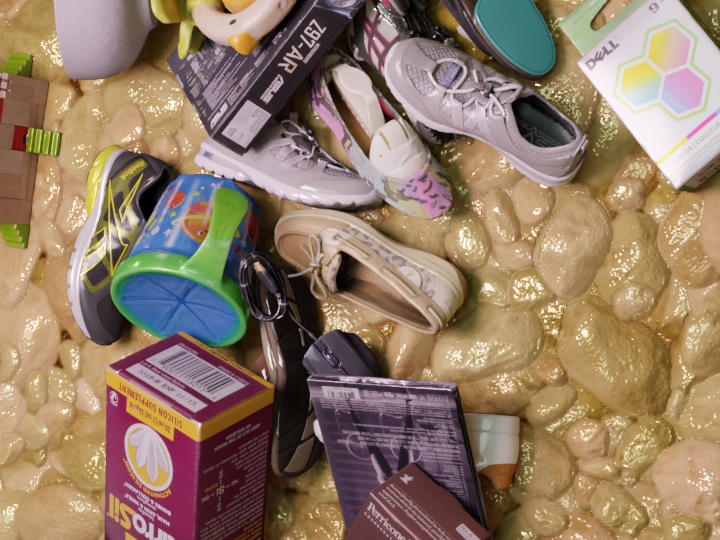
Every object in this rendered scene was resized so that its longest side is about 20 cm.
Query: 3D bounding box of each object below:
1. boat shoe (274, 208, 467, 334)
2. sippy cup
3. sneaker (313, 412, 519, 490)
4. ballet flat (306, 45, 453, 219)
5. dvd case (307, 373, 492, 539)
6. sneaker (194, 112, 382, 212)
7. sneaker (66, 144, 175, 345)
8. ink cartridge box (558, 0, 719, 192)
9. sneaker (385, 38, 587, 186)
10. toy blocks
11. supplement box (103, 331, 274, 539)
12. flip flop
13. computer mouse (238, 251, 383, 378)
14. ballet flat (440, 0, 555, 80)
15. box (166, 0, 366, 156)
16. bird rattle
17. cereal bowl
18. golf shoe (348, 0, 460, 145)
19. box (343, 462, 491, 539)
[{"bbox_3d":[0.000,0.000,1.581,0.198,0.063,0.074,19,138,22],"label":"boat shoe"},{"bbox_3d":[-0.156,-0.016,1.617,0.177,0.140,0.131,-8,50,32],"label":"sippy cup"},{"bbox_3d":[0.047,0.171,1.565,0.198,0.073,0.086,1,87,22],"label":"sneaker"},{"bbox_3d":[0.014,-0.132,1.574,0.069,0.071,0.200,-29,64,-18],"label":"ballet flat"},{"bbox_3d":[0.039,0.185,1.538,0.147,0.016,0.202,2,119,29],"label":"dvd case"},{"bbox_3d":[-0.066,-0.110,1.620,0.198,0.075,0.083,19,93,21],"label":"sneaker"},{"bbox_3d":[-0.236,-0.024,1.691,0.084,0.074,0.202,7,91,26],"label":"sneaker"},{"bbox_3d":[0.262,-0.178,1.486,0.104,0.059,0.201,-40,74,18],"label":"ink cartridge box"},{"bbox_3d":[0.117,-0.152,1.496,0.199,0.082,0.075,27,71,-4],"label":"sneaker"},{"bbox_3d":[-0.386,-0.127,1.727,0.099,0.136,0.202,9,93,23],"label":"toy blocks"},{"bbox_3d":[-0.163,0.181,1.592,0.130,0.103,0.202,26,125,33],"label":"supplement box"},{"bbox_3d":[-0.076,0.097,1.625,0.057,0.081,0.202,-14,82,41],"label":"flip flop"},{"bbox_3d":[-0.044,0.060,1.568,0.059,0.034,0.200,-43,115,1],"label":"computer mouse"},{"bbox_3d":[0.101,-0.254,1.547,0.068,0.068,0.200,-45,104,-18],"label":"ballet flat"},{"bbox_3d":[-0.091,-0.230,1.607,0.200,0.043,0.161,-51,38,14],"label":"box"},{"bbox_3d":[-0.105,-0.278,1.571,0.200,0.113,0.163,-47,49,-3],"label":"bird rattle"},{"bbox_3d":[-0.239,-0.283,1.645,0.082,0.200,0.202,2,90,2],"label":"cereal bowl"},{"bbox_3d":[0.040,-0.206,1.589,0.088,0.077,0.202,-25,79,45],"label":"golf shoe"},{"bbox_3d":[0.027,0.282,1.532,0.100,0.075,0.201,40,128,19],"label":"box"}]
